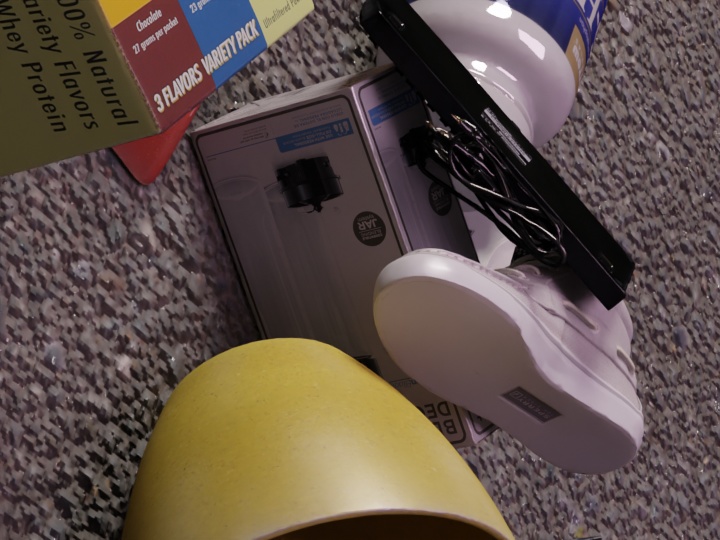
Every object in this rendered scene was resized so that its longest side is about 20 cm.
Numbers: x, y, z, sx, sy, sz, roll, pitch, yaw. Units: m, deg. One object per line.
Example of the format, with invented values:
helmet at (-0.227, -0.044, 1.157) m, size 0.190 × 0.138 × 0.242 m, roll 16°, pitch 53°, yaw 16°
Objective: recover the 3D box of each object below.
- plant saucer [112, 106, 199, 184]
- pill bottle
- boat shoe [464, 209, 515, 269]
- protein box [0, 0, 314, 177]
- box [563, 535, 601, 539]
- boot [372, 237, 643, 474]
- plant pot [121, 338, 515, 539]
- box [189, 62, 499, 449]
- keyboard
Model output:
plant saucer at (-0.116, -0.182, 1.324) m, size 0.200 × 0.037 × 0.200 m, roll 54°, pitch 41°, yaw -29°
pill bottle at (0.075, -0.136, 1.499) m, size 0.120 × 0.119 × 0.200 m, roll 50°, pitch 44°, yaw -33°
boat shoe at (0.056, 0.003, 1.486) m, size 0.200 × 0.071 × 0.064 m, roll -38°, pitch 143°, yaw -60°
protein box at (-0.166, -0.152, 1.106) m, size 0.135 × 0.200 × 0.199 m, roll -45°, pitch 116°, yaw -49°
box at (0.099, 0.263, 1.477) m, size 0.160 × 0.043 × 0.201 m, roll -3°, pitch 82°, yaw -54°
boot at (0.076, 0.022, 1.314) m, size 0.200 × 0.073 × 0.096 m, roll 41°, pitch 39°, yaw -40°
plant pot at (-0.034, 0.119, 1.243) m, size 0.200 × 0.200 × 0.142 m, roll 31°, pitch 30°, yaw -45°
box at (0.000, 0.000, 1.359) m, size 0.060 × 0.116 × 0.200 m, roll -32°, pitch 107°, yaw -53°
keyboard at (0.060, -0.056, 1.308) m, size 0.200 × 0.040 × 0.104 m, roll 48°, pitch 16°, yaw 0°
